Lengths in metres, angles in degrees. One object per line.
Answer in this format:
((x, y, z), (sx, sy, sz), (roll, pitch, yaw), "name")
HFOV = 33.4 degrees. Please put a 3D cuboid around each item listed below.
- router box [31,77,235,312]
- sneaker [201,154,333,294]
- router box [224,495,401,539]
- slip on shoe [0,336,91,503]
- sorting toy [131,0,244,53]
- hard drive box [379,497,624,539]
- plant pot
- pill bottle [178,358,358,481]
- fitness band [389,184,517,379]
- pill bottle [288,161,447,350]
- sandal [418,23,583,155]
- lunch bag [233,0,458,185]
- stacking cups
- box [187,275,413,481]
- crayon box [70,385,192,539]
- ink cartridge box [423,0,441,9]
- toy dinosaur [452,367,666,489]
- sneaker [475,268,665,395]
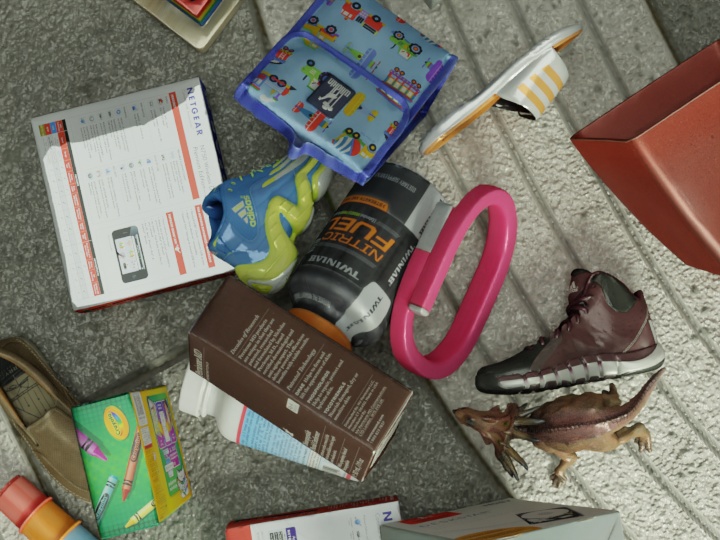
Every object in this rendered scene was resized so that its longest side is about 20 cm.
((-0.225, -0.075, 1.227), (0.177, 0.049, 0.203), (-13, 87, -1), "router box")
((-0.092, -0.080, 1.184), (0.104, 0.076, 0.202), (27, 54, -16), "sneaker")
((-0.034, 0.340, 1.208), (0.177, 0.049, 0.203), (-9, 86, 0), "router box")
((-0.311, 0.153, 1.212), (0.076, 0.061, 0.201), (-35, 86, 4), "slip on shoe")
((-0.185, -0.369, 1.242), (0.198, 0.070, 0.201), (37, 88, 3), "sorting toy")
((0.128, 0.268, 1.115), (0.154, 0.200, 0.078), (-7, 85, -24), "hard drive box")
((0.353, -0.106, 1.172), (0.199, 0.200, 0.177), (-32, 100, -2), "plant pot")
((-0.074, 0.129, 1.191), (0.198, 0.109, 0.110), (17, 87, 1), "pill bottle")
((0.096, 0.010, 1.182), (0.037, 0.143, 0.202), (21, 80, 34), "fitness band")
((0.000, 0.000, 1.169), (0.106, 0.106, 0.201), (32, 65, 2), "pill bottle")
((0.153, -0.170, 1.229), (0.206, 0.079, 0.059), (-39, 88, 7), "sandal")
((-0.021, -0.170, 1.171), (0.150, 0.094, 0.200), (35, 51, 2), "lunch bag")
((-0.283, 0.284, 1.207), (0.200, 0.061, 0.061), (41, 88, 2), "stacking cups")
((-0.058, 0.099, 1.091), (0.199, 0.100, 0.075), (33, 66, 9), "box")
((-0.213, 0.176, 1.143), (0.058, 0.200, 0.120), (-14, 86, -1), "crayon box")
((0.101, -0.393, 1.203), (0.200, 0.145, 0.145), (-41, 87, -2), "ink cartridge box")
((0.201, 0.151, 1.165), (0.199, 0.135, 0.087), (-24, 66, 30), "toy dinosaur")
((0.204, 0.060, 1.219), (0.197, 0.076, 0.117), (-8, 81, -11), "sneaker")
